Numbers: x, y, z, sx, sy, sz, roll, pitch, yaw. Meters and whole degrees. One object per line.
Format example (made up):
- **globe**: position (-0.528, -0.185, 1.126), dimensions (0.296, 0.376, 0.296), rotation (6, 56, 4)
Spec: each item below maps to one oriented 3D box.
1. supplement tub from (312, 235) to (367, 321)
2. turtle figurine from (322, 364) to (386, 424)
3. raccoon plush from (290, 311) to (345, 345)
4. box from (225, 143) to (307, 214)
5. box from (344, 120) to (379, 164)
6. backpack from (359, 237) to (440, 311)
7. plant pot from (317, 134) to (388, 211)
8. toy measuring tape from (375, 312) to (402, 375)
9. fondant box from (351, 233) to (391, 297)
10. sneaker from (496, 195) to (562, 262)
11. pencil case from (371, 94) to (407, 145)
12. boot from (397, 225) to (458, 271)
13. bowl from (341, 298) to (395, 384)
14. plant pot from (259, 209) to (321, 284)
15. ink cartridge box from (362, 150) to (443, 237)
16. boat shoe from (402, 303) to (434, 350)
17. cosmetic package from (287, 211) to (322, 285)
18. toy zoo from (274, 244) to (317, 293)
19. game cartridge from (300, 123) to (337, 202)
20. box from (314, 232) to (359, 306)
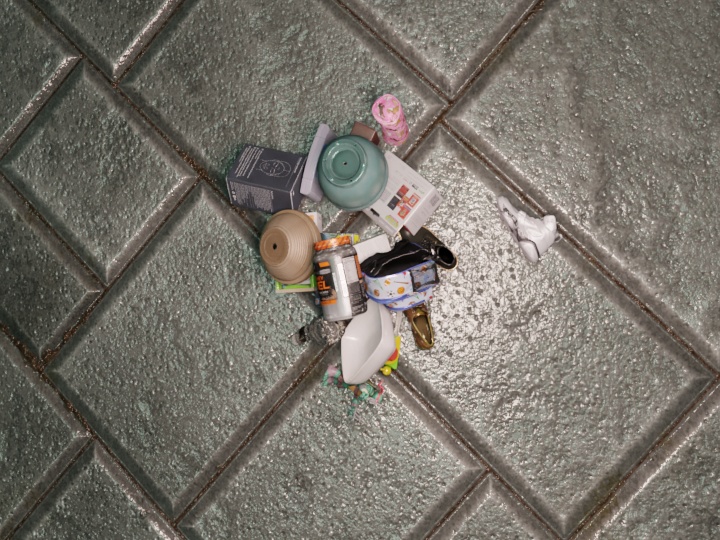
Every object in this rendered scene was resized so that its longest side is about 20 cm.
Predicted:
- **supplement tub**: position (-0.055, 0.020, 1.520), dimensions (0.119, 0.122, 0.206), rotation (-11, 92, 8)
- **turtle figurine**: position (-0.010, 0.340, 1.651), dimensions (0.196, 0.152, 0.101), rotation (27, 48, 12)
- **raccoon plush**: position (-0.122, 0.186, 1.642), dimensions (0.199, 0.134, 0.098), rotation (-39, 89, 17)
- **box**: position (-0.260, -0.257, 1.684), dimensions (0.195, 0.108, 0.151), rotation (13, 54, 9)
- **box**: position (-0.022, -0.311, 1.684), dimensions (0.074, 0.100, 0.203), rotation (29, 91, 10)
- **backpack**: position (0.096, 0.014, 1.553), dimensions (0.186, 0.200, 0.158), rotation (-13, 106, -17)
- **plant pot**: position (-0.031, -0.271, 1.564), dimensions (0.194, 0.134, 0.207), rotation (-1, 85, 11)
- **toy measuring tape**: position (0.077, 0.190, 1.657), dimensions (0.071, 0.074, 0.206), rotation (6, 84, 9)
- **fondant box**: position (0.000, 0.000, 1.635), dimensions (0.196, 0.058, 0.148), rotation (-21, 96, -18)
- **sneaker**: position (0.461, -0.135, 1.615), dimensions (0.114, 0.075, 0.203), rotation (-33, 88, 5)
- **pencil case**: position (0.085, -0.411, 1.622), dimensions (0.084, 0.200, 0.085), rotation (10, 87, 10)
- **boot**: position (0.185, -0.077, 1.620), dimensions (0.197, 0.138, 0.079), rotation (31, 92, 10)
- **bowl**: position (0.028, 0.194, 1.602), dimensions (0.073, 0.202, 0.201), rotation (23, 123, -23)
- **plant pot**: position (-0.209, -0.065, 1.601), dimensions (0.196, 0.092, 0.207), rotation (0, 90, 28)
- **ink cartridge box**: position (0.097, -0.199, 1.635), dimensions (0.176, 0.084, 0.200), rotation (-49, 58, 4)
- **boat shoe**: position (0.160, 0.119, 1.639), dimensions (0.070, 0.068, 0.204), rotation (-22, 82, -13)
- **cosmetic package**: position (-0.161, -0.061, 1.707), dimensions (0.098, 0.071, 0.206), rotation (-4, 87, 8)
- **toy zoo**: position (-0.184, -0.042, 1.655), dimensions (0.128, 0.020, 0.206), rotation (-3, 87, 26)
- **game cartridge**: position (-0.116, -0.305, 1.682), dimensions (0.040, 0.133, 0.205), rotation (17, 90, 16)
- **box**: position (-0.065, -0.003, 1.670), dimensions (0.133, 0.037, 0.206), rotation (0, 86, -29)
